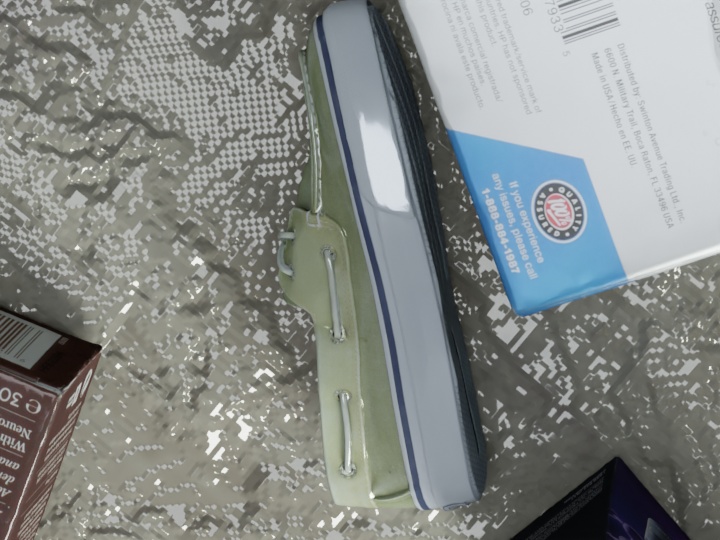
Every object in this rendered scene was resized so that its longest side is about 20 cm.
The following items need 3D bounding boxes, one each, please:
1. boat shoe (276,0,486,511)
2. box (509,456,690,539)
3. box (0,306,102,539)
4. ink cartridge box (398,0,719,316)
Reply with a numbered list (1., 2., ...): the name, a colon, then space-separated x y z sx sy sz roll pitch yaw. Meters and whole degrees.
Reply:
1. boat shoe: 0.000 0.000 1.058 0.062 0.072 0.200 -9 103 8
2. box: 0.128 0.181 1.041 0.079 0.141 0.200 -40 94 15
3. box: -0.185 0.107 1.110 0.100 0.075 0.200 22 106 3
4. ink cartridge box: 0.128 -0.087 1.012 0.200 0.084 0.145 -18 99 13
